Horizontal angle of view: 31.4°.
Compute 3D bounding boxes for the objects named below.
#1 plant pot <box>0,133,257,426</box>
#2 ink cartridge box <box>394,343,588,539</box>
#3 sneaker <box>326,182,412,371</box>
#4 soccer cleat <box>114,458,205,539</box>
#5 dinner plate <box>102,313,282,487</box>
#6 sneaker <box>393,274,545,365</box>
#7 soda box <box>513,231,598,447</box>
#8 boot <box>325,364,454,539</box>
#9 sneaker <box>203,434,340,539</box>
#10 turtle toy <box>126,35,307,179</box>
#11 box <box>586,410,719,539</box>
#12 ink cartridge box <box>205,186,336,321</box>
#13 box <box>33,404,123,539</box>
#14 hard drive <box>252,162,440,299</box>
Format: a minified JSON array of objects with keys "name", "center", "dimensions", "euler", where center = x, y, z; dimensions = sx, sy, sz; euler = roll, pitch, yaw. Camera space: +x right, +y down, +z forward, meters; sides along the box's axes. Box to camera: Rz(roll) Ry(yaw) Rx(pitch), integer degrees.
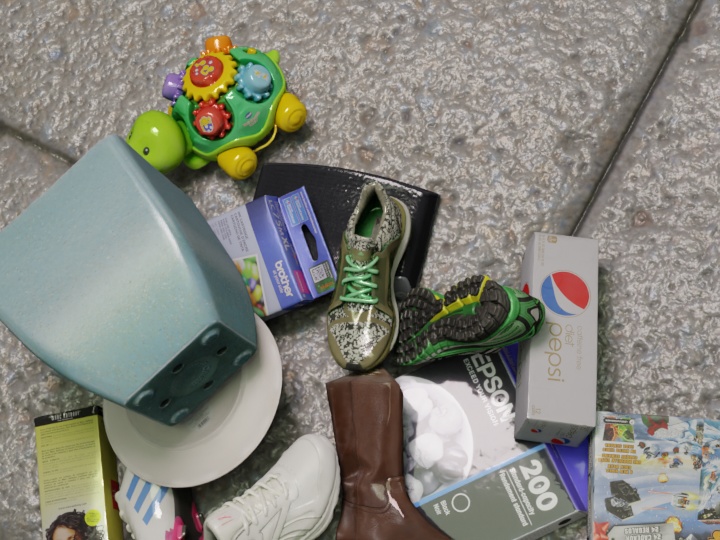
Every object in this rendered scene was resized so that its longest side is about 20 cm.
[{"name":"plant pot","center":[-0.211,0.032,1.214],"dimensions":[0.196,0.196,0.200],"euler":[-43,66,0]},{"name":"ink cartridge box","center":[0.132,0.171,1.263],"dimensions":[0.200,0.043,0.198],"euler":[-25,69,1]},{"name":"sneaker","center":[0.000,0.000,1.264],"dimensions":[0.077,0.089,0.200],"euler":[1,65,15]},{"name":"soccer cleat","center":[-0.204,0.254,1.294],"dimensions":[0.086,0.070,0.200],"euler":[-17,67,22]},{"name":"dinner plate","center":[-0.174,0.116,1.281],"dimensions":[0.200,0.024,0.200],"euler":[-7,68,18]},{"name":"sneaker","center":[0.099,0.059,1.247],"dimensions":[0.085,0.200,0.078],"euler":[17,74,-29]},{"name":"soda box","center":[0.191,0.065,1.250],"dimensions":[0.068,0.064,0.200],"euler":[8,63,-3]},{"name":"boot","center":[0.039,0.186,1.215],"dimensions":[0.186,0.064,0.200],"euler":[-6,81,39]},{"name":"sneaker","center":[-0.097,0.240,1.230],"dimensions":[0.078,0.099,0.200],"euler":[36,95,41]},{"name":"turtle toy","center":[-0.164,-0.173,1.383],"dimensions":[0.200,0.101,0.146],"euler":[-44,55,-6]},{"name":"box","center":[0.314,0.208,1.200],"dimensions":[0.200,0.040,0.137],"euler":[4,72,2]},{"name":"ink cartridge box","center":[-0.130,0.001,1.335],"dimensions":[0.200,0.042,0.119],"euler":[-22,82,16]},{"name":"box","center":[-0.287,0.244,1.315],"dimensions":[0.075,0.050,0.200],"euler":[-13,70,7]},{"name":"hard drive","center":[-0.026,-0.048,1.362],"dimensions":[0.200,0.042,0.135],"euler":[11,75,14]}]
